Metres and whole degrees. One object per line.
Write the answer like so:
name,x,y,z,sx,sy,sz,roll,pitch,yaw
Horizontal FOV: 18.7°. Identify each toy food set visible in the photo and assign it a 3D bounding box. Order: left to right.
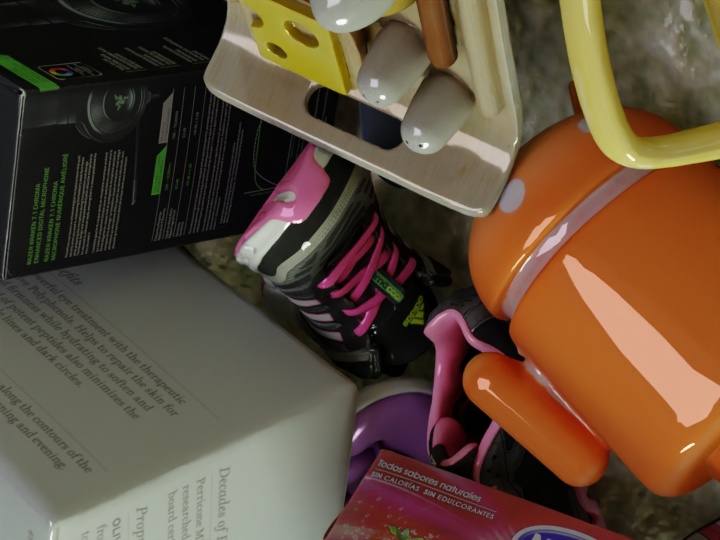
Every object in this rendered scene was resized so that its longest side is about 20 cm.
toy food set,-0.020,-0.099,0.835,0.143,0.060,0.200,26,160,20

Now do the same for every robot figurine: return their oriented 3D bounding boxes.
robot figurine,0.124,0.014,0.918,0.200,0.117,0.144,49,129,18

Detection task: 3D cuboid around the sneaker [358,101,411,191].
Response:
sneaker,0.001,-0.118,0.962,0.077,0.146,0.203,24,119,31

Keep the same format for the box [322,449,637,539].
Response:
box,0.078,0.167,0.931,0.200,0.096,0.100,17,145,25

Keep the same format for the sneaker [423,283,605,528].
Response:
sneaker,0.061,0.091,1.010,0.079,0.095,0.200,8,110,36

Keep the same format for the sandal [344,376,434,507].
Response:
sandal,0.005,0.129,1.077,0.050,0.082,0.203,58,146,34

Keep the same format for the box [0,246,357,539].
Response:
box,-0.133,0.106,1.032,0.199,0.171,0.200,36,135,35

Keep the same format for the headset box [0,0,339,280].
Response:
headset box,-0.141,-0.082,1.038,0.174,0.200,0.093,32,122,40

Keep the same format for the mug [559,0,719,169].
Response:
mug,0.176,-0.105,0.819,0.186,0.149,0.153,-8,109,14

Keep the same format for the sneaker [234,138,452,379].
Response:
sneaker,0.000,0.000,1.002,0.087,0.074,0.200,35,168,11

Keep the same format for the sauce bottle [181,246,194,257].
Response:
sauce bottle,-0.155,0.058,1.200,0.066,0.066,0.200,51,130,16

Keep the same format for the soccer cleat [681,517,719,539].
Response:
soccer cleat,0.192,0.136,0.927,0.200,0.073,0.068,-15,94,41
